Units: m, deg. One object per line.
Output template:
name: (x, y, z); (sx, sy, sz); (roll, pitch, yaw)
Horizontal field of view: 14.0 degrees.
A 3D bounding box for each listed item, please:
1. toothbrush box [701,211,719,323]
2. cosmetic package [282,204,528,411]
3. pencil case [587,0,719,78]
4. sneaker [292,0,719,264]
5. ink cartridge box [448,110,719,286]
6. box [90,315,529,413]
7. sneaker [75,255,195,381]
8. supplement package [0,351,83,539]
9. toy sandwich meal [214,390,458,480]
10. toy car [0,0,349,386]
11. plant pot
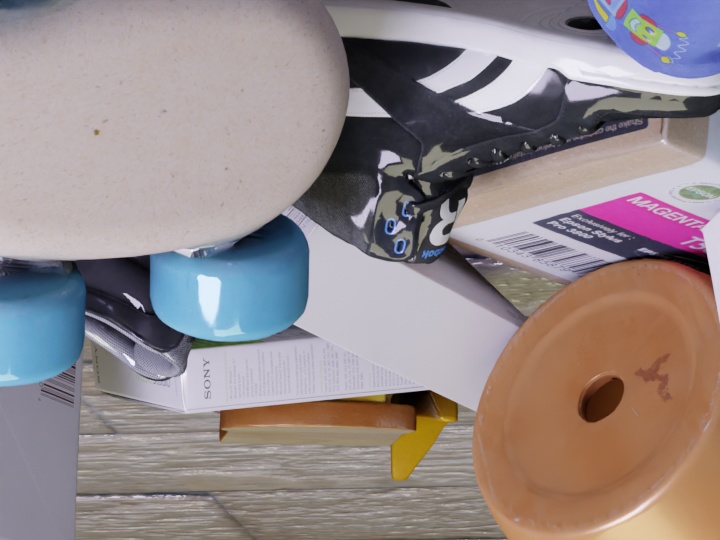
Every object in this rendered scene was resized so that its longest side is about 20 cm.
toothbrush box: (0.248, -0.020, 1.159); (0.146, 0.085, 0.200); (4, 151, -21)
cosmetic package: (0.000, 0.000, 1.288); (0.051, 0.083, 0.200); (-49, 146, 9)
pencil case: (0.132, -0.137, 0.996); (0.078, 0.087, 0.200); (37, 161, 4)
sneaker: (0.052, -0.053, 1.153); (0.200, 0.112, 0.073); (10, -157, 26)
ink cartridge box: (0.134, -0.047, 1.287); (0.200, 0.075, 0.165); (18, 157, -41)
box: (-0.023, 0.044, 1.521); (0.200, 0.036, 0.144); (-3, -177, -22)
sneaker: (-0.062, -0.006, 1.359); (0.200, 0.114, 0.075); (2, 163, -3)
supplement package: (-0.253, 0.046, 1.411); (0.200, 0.191, 0.147); (-9, 159, 30)
toy sandwich meal: (-0.024, 0.079, 1.701); (0.205, 0.070, 0.205); (1, 162, 0)
toy car: (-0.119, -0.087, 1.109); (0.177, 0.185, 0.200); (-11, -151, -26)
plant pot: (0.143, 0.087, 1.305); (0.200, 0.200, 0.140); (-13, 142, 39)
